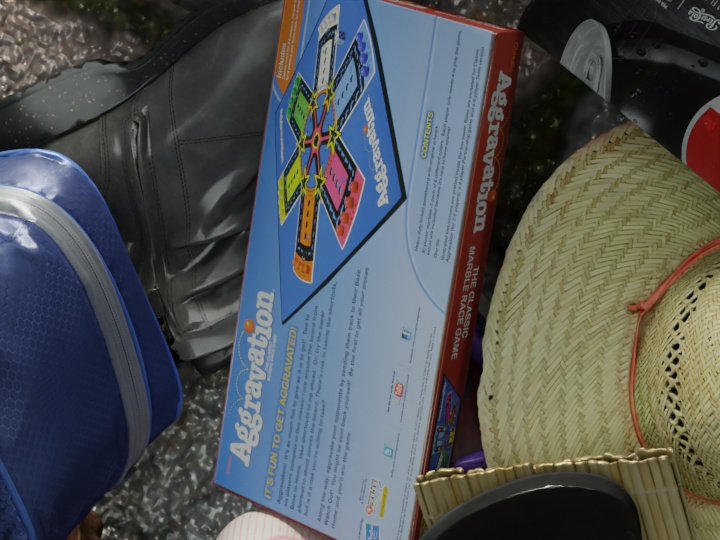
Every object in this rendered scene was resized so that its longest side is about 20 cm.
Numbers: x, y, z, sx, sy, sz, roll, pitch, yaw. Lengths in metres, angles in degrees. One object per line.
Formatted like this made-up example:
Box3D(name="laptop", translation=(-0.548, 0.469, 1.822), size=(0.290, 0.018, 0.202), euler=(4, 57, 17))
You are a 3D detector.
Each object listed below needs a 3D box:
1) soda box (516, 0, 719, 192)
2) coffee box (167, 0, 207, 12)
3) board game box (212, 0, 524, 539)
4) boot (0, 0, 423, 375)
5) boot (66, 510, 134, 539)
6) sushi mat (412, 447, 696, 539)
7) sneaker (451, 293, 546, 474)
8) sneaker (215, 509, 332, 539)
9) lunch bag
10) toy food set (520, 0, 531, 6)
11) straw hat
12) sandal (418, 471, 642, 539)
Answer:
Box3D(name="soda box", translation=(0.156, -0.055, 0.837), size=(0.200, 0.071, 0.063), euler=(40, 127, 10))
Box3D(name="coffee box", translation=(-0.104, -0.204, 0.939), size=(0.080, 0.114, 0.200), euler=(-39, 82, 7))
Box3D(name="board game box", translation=(0.000, 0.000, 0.891), size=(0.103, 0.019, 0.201), euler=(20, 107, 37))
Box3D(name="boot", translation=(-0.043, -0.038, 0.955), size=(0.199, 0.070, 0.132), euler=(-24, 89, 18))
Box3D(name="boot", translation=(-0.105, 0.187, 0.952), size=(0.200, 0.074, 0.155), euler=(35, 90, 6))
Box3D(name="sushi mat", translation=(0.089, 0.149, 0.887), size=(0.095, 0.012, 0.201), euler=(-5, 120, 22))
Box3D(name="sneaker", translation=(0.061, 0.091, 0.918), size=(0.081, 0.083, 0.200), euler=(-40, 83, 6))
Box3D(name="sneaker", translation=(0.003, 0.174, 0.939), size=(0.075, 0.105, 0.201), euler=(-31, 114, 7))
Box3D(name="lunch bag", translation=(-0.176, 0.040, 0.915), size=(0.199, 0.132, 0.136), euler=(-5, 114, 31))
Box3D(name="toy food set", translation=(0.128, -0.179, 0.926), size=(0.143, 0.060, 0.200), euler=(36, 87, 0))
Box3D(name="straw hat", translation=(0.144, 0.036, 0.866), size=(0.200, 0.085, 0.202), euler=(1, 87, -16))
Box3D(name="sandal", translation=(0.017, 0.142, 0.842), size=(0.200, 0.045, 0.075), euler=(-34, 113, 12))
